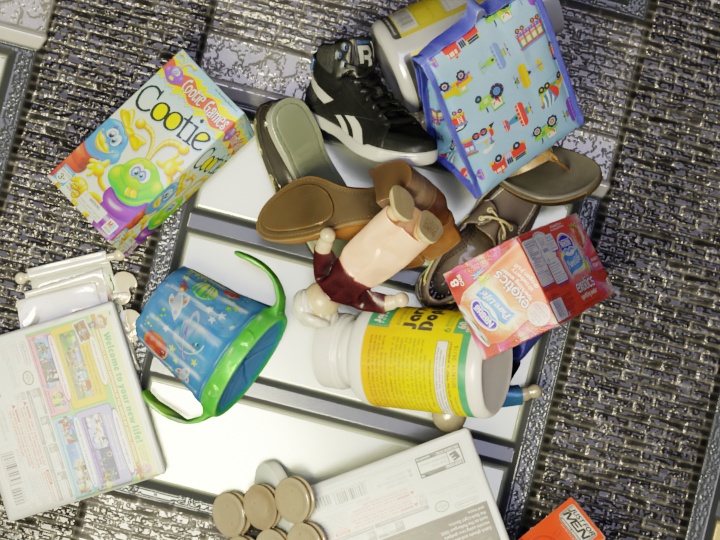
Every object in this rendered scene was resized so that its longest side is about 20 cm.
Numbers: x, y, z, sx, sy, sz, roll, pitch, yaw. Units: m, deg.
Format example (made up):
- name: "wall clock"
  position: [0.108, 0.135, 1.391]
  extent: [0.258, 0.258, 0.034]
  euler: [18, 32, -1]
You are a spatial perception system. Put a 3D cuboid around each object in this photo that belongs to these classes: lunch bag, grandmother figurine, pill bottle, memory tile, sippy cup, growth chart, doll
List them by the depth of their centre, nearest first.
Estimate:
- name: "lunch bag"
  position: [0.137, -0.201, 1.619]
  extent: [0.150, 0.200, 0.094]
  euler: [-35, 51, -11]
- name: "grandmother figurine"
  position: [0.000, 0.000, 1.623]
  extent: [0.121, 0.061, 0.200]
  euler: [46, 125, -7]
- name: "pill bottle"
  position: [0.054, 0.095, 1.673]
  extent: [0.199, 0.113, 0.113]
  euler: [5, 87, 25]
- name: "memory tile"
  position: [-0.085, 0.328, 1.677]
  extent: [0.153, 0.017, 0.201]
  euler: [-21, 81, 39]
- name: "sippy cup"
  position: [-0.169, 0.068, 1.686]
  extent: [0.130, 0.140, 0.178]
  euler: [35, 60, 9]
- name: "pill bottle"
  position: [0.120, -0.262, 1.718]
  extent: [0.199, 0.112, 0.112]
  euler: [-24, 89, -4]
- name: "growth chart"
  position: [-0.314, 0.080, 1.728]
  extent: [0.144, 0.018, 0.201]
  euler: [-5, 88, -3]
- name: "doll"
  position: [0.148, 0.097, 1.734]
  extent: [0.136, 0.048, 0.200]
  euler: [36, 86, 0]

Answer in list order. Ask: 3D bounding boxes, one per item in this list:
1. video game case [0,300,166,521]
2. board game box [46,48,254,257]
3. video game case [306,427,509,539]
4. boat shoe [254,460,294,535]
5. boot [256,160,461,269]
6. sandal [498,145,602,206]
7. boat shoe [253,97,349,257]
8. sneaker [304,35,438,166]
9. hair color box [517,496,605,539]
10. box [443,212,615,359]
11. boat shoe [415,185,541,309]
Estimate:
- name: "video game case"
  position: [-0.329, 0.155, 1.706]
  extent: [0.181, 0.022, 0.201]
  euler: [-17, 92, -1]
- name: "board game box"
  position: [-0.226, -0.127, 1.693]
  extent: [0.200, 0.103, 0.105]
  euler: [-44, 82, -4]
- name: "video game case"
  position: [0.054, 0.288, 1.655]
  extent: [0.199, 0.023, 0.183]
  euler: [-21, 78, 3]
- name: "boat shoe"
  position: [-0.056, 0.301, 1.712]
  extent: [0.063, 0.071, 0.201]
  euler: [-17, 79, -36]
- name: "boot"
  position: [0.002, -0.043, 1.678]
  extent: [0.199, 0.155, 0.074]
  euler: [-12, 61, 22]
- name: "sandal"
  position: [0.172, -0.135, 1.717]
  extent: [0.199, 0.055, 0.082]
  euler: [29, 64, 17]
- name: "boat shoe"
  position: [-0.061, -0.096, 1.725]
  extent: [0.072, 0.060, 0.202]
  euler: [-27, 107, -28]
- name: "sneaker"
  position: [0.009, -0.191, 1.665]
  extent: [0.073, 0.200, 0.112]
  euler: [-15, 122, -39]
- name: "hair color box"
  position: [0.175, 0.340, 1.693]
  extent: [0.200, 0.102, 0.061]
  euler: [-39, 70, -3]
- name: "box"
  position: [0.179, 0.014, 1.614]
  extent: [0.095, 0.200, 0.100]
  euler: [-27, 87, 27]
- name: "boat shoe"
  position: [0.139, -0.035, 1.734]
  extent: [0.072, 0.060, 0.200]
  euler: [43, 86, 0]
